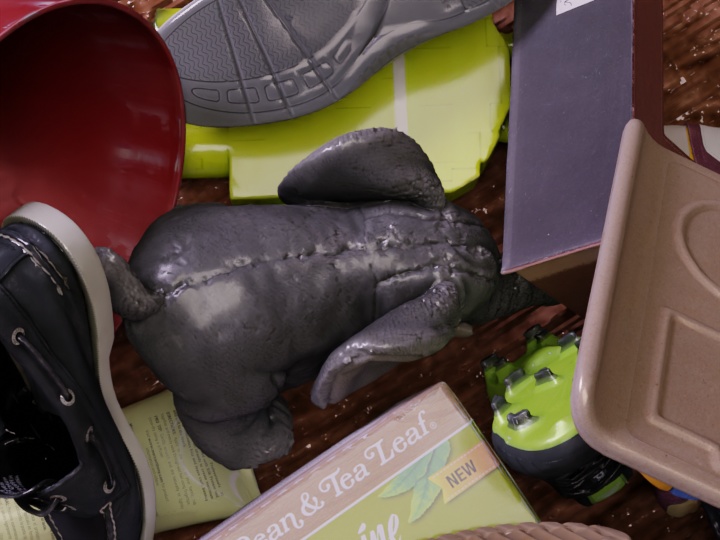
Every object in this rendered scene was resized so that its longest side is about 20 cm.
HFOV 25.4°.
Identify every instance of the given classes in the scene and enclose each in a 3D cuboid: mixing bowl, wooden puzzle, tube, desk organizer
[{"bbox_3d":[-0.182,-0.040,0.727,0.108,0.200,0.200,21,79,24],"label":"mixing bowl"},{"bbox_3d":[0.175,0.046,0.653,0.200,0.046,0.185,29,43,-7],"label":"wooden puzzle"},{"bbox_3d":[-0.151,0.113,0.786,0.200,0.052,0.058,-17,126,-15],"label":"tube"},{"bbox_3d":[0.123,-0.080,0.779,0.077,0.072,0.200,32,52,-40],"label":"desk organizer"}]

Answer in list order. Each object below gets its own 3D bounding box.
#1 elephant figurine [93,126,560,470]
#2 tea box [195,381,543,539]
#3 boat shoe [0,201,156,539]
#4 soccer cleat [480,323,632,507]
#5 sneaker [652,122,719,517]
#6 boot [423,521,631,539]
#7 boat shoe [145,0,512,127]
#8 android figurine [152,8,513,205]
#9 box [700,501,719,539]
[{"bbox_3d":[0.000,0.000,0.742,0.200,0.155,0.142,-16,112,11],"label":"elephant figurine"},{"bbox_3d":[0.005,0.188,0.735,0.200,0.134,0.197,-35,86,-8],"label":"tea box"},{"bbox_3d":[-0.138,0.069,0.690,0.074,0.200,0.066,25,45,27],"label":"boat shoe"},{"bbox_3d":[0.098,0.073,0.731,0.067,0.200,0.081,-33,92,3],"label":"soccer cleat"},{"bbox_3d":[0.159,0.023,0.812,0.090,0.075,0.200,14,74,9],"label":"sneaker"},{"bbox_3d":[0.033,0.201,0.647,0.200,0.072,0.167,-16,97,-10],"label":"boot"},{"bbox_3d":[-0.010,-0.128,0.792,0.202,0.065,0.075,-26,101,0],"label":"boat shoe"},{"bbox_3d":[-0.007,-0.094,0.831,0.199,0.041,0.183,-3,80,-4],"label":"android figurine"},{"bbox_3d":[0.275,0.162,0.746,0.148,0.104,0.200,-19,81,-38],"label":"box"}]
